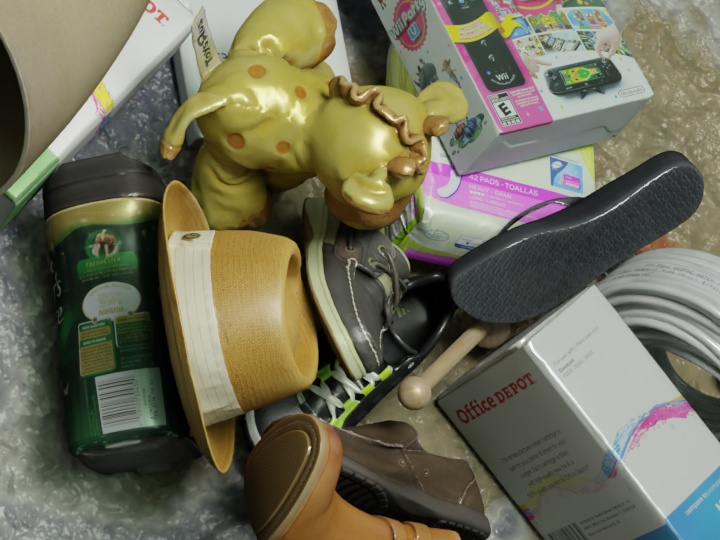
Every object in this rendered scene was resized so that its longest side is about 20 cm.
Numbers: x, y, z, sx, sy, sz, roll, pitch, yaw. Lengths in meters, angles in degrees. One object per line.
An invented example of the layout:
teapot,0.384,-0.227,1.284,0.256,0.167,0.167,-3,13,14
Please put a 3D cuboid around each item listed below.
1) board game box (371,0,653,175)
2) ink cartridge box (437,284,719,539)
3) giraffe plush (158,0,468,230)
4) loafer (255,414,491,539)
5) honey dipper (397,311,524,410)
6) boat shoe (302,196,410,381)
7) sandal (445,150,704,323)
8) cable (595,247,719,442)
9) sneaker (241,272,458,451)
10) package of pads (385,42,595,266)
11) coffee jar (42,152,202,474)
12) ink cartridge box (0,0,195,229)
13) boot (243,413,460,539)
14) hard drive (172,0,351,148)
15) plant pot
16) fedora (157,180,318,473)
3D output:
board game box,0.099,-0.181,1.551,0.147,0.064,0.200,-15,69,-33
ink cartridge box,0.166,0.126,1.496,0.085,0.145,0.200,-39,90,-31
giraffe plush,-0.020,-0.092,1.416,0.162,0.200,0.173,22,79,17
loafer,0.005,0.136,1.452,0.200,0.073,0.071,28,46,-39
honey dipper,0.070,0.054,1.484,0.038,0.038,0.200,52,27,1
boat shoe,0.000,0.001,1.452,0.066,0.201,0.072,-20,119,4
sandal,0.148,-0.024,1.503,0.200,0.076,0.043,-25,43,-12
cable,0.240,0.077,1.517,0.200,0.200,0.069,45,55,3
sneaker,-0.003,0.059,1.479,0.072,0.083,0.200,47,59,-2
package of pads,0.094,-0.092,1.580,0.154,0.068,0.200,13,58,-20
coffee jar,-0.157,0.028,1.406,0.085,0.104,0.201,-10,73,5
ink cartridge box,-0.232,-0.144,1.449,0.145,0.084,0.200,43,60,-4
boot,-0.004,0.170,1.382,0.154,0.200,0.074,7,44,-21
hard drive,-0.079,-0.188,1.570,0.132,0.027,0.201,-3,73,-25
plant pot,-0.216,-0.169,1.329,0.187,0.187,0.200,49,47,-1
fedora,-0.074,0.031,1.360,0.082,0.201,0.201,-10,73,4
